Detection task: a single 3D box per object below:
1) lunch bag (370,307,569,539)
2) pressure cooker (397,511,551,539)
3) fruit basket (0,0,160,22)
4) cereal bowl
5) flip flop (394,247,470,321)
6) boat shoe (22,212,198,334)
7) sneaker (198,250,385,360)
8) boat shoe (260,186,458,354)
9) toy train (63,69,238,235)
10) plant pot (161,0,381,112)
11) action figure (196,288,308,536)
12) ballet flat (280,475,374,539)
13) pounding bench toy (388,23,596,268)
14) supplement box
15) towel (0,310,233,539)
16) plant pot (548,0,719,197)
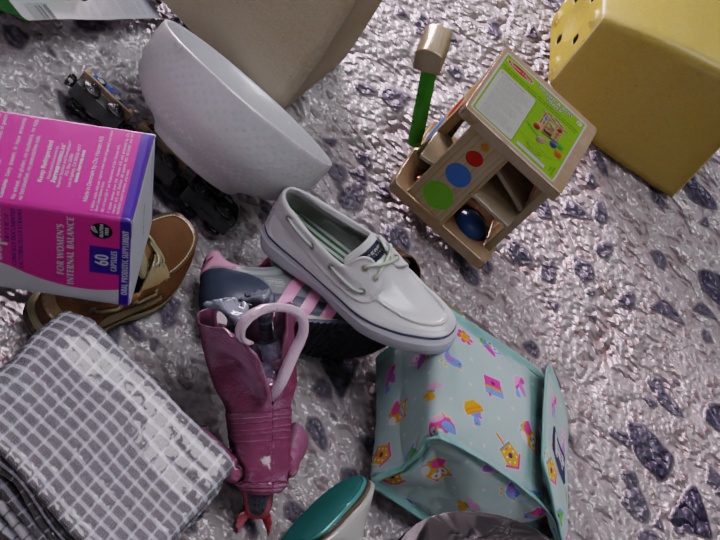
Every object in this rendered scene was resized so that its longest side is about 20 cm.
[{"bbox_3d":[0.115,0.155,1.750,0.199,0.122,0.171,32,37,-22],"label":"lunch bag"},{"bbox_3d":[0.082,0.316,1.543,0.174,0.201,0.179,4,31,-15],"label":"pressure cooker"},{"bbox_3d":[-0.293,-0.301,1.807,0.186,0.094,0.200,57,26,11],"label":"fruit basket"},{"bbox_3d":[-0.125,-0.131,1.759,0.200,0.083,0.200,42,8,-7],"label":"cereal bowl"},{"bbox_3d":[0.036,0.013,1.843,0.199,0.058,0.081,34,42,-15],"label":"flip flop"},{"bbox_3d":[-0.196,0.003,1.637,0.076,0.074,0.200,47,40,1],"label":"boat shoe"},{"bbox_3d":[-0.055,0.027,1.744,0.199,0.070,0.083,12,53,-37],"label":"sneaker"},{"bbox_3d":[0.000,0.000,1.701,0.199,0.067,0.074,29,46,8],"label":"boat shoe"},{"bbox_3d":[-0.187,-0.110,1.767,0.200,0.034,0.046,43,29,-6],"label":"toy train"},{"bbox_3d":[-0.063,-0.306,1.899,0.200,0.177,0.200,45,29,-2],"label":"plant pot"},{"bbox_3d":[-0.075,0.118,1.593,0.133,0.148,0.202,-6,94,-34],"label":"action figure"},{"bbox_3d":[-0.044,0.246,1.592,0.069,0.069,0.200,47,44,1],"label":"ballet flat"},{"bbox_3d":[0.098,-0.131,1.939,0.200,0.156,0.124,41,41,-6],"label":"pounding bench toy"},{"bbox_3d":[-0.269,-0.055,1.541,0.198,0.102,0.104,9,48,0],"label":"supplement box"},{"bbox_3d":[-0.209,0.146,1.502,0.200,0.086,0.166,44,41,-3],"label":"towel"},{"bbox_3d":[0.323,-0.243,2.210,0.199,0.194,0.197,23,45,-17],"label":"plant pot"}]
